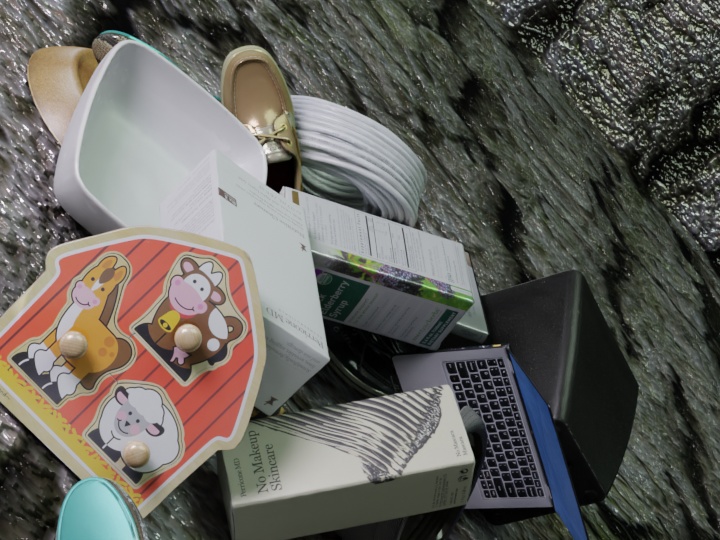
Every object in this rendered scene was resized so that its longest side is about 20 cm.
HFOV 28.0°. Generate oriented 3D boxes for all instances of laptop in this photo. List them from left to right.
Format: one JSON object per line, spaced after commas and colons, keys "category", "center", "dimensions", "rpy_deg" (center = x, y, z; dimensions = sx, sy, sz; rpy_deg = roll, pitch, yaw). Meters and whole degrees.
{"category": "laptop", "center": [0.124, 0.179, 1.367], "dimensions": [0.116, 0.198, 0.189], "rpy_deg": [-52, 129, -53]}

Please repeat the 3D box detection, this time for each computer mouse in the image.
{"category": "computer mouse", "center": [0.043, 0.043, 1.507], "dimensions": [0.139, 0.052, 0.201], "rpy_deg": [55, 17, -28]}

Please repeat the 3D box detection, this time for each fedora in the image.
{"category": "fedora", "center": [0.035, 0.197, 1.297], "dimensions": [0.090, 0.178, 0.200], "rpy_deg": [24, 49, 21]}

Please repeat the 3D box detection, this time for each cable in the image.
{"category": "cable", "center": [-0.025, -0.109, 1.548], "dimensions": [0.199, 0.199, 0.070], "rpy_deg": [32, 69, -22]}

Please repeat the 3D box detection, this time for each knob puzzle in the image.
{"category": "knob puzzle", "center": [-0.153, 0.057, 1.038], "dimensions": [0.220, 0.220, 0.030], "rpy_deg": [47, -6, -13]}

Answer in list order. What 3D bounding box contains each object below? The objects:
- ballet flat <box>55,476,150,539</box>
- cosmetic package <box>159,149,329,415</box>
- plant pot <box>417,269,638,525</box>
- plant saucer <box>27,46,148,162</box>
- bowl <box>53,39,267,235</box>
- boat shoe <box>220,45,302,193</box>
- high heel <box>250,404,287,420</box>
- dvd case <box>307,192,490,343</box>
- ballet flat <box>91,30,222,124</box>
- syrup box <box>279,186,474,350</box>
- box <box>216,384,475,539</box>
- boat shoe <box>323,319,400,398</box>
{"category": "ballet flat", "center": [-0.154, 0.234, 0.949], "dimensions": [0.072, 0.072, 0.201], "rpy_deg": [26, 33, -48]}
{"category": "cosmetic package", "center": [-0.098, 0.007, 1.179], "dimensions": [0.112, 0.081, 0.201], "rpy_deg": [33, 26, -32]}
{"category": "plant pot", "center": [0.178, 0.151, 1.536], "dimensions": [0.200, 0.198, 0.178], "rpy_deg": [57, 25, -35]}
{"category": "plant saucer", "center": [-0.236, -0.148, 1.407], "dimensions": [0.200, 0.035, 0.201], "rpy_deg": [43, 24, -24]}
{"category": "bowl", "center": [-0.186, -0.085, 1.304], "dimensions": [0.199, 0.074, 0.201], "rpy_deg": [39, 44, -29]}
{"category": "boat shoe", "center": [-0.090, -0.120, 1.423], "dimensions": [0.066, 0.073, 0.202], "rpy_deg": [-124, -161, -63]}
{"category": "high heel", "center": [-0.141, 0.108, 1.139], "dimensions": [0.199, 0.072, 0.143], "rpy_deg": [31, 23, -15]}
{"category": "dvd case", "center": [0.035, -0.004, 1.478], "dimensions": [0.198, 0.018, 0.143], "rpy_deg": [19, 34, -20]}
{"category": "ballet flat", "center": [-0.183, -0.158, 1.408], "dimensions": [0.199, 0.067, 0.076], "rpy_deg": [32, 54, -46]}
{"category": "syrup box", "center": [0.000, 0.000, 1.354], "dimensions": [0.198, 0.079, 0.082], "rpy_deg": [16, 42, -24]}
{"category": "box", "center": [-0.014, 0.157, 1.164], "dimensions": [0.069, 0.198, 0.083], "rpy_deg": [94, -18, -50]}
{"category": "boat shoe", "center": [-0.015, 0.057, 1.501], "dimensions": [0.200, 0.062, 0.075], "rpy_deg": [50, 19, -9]}
